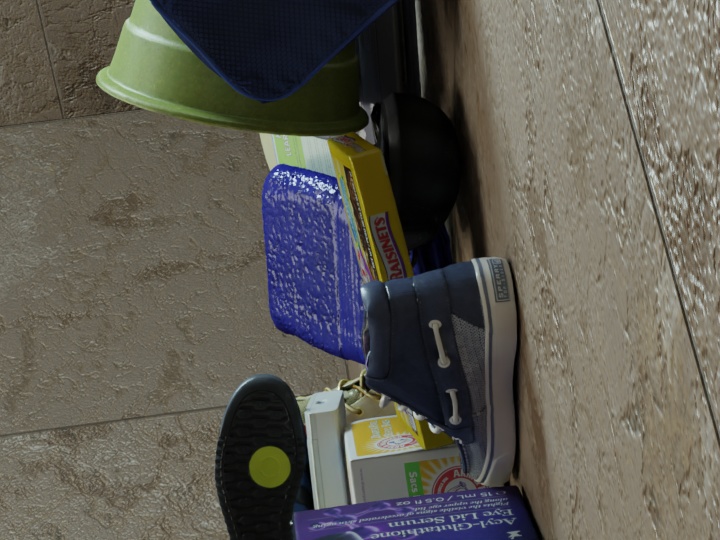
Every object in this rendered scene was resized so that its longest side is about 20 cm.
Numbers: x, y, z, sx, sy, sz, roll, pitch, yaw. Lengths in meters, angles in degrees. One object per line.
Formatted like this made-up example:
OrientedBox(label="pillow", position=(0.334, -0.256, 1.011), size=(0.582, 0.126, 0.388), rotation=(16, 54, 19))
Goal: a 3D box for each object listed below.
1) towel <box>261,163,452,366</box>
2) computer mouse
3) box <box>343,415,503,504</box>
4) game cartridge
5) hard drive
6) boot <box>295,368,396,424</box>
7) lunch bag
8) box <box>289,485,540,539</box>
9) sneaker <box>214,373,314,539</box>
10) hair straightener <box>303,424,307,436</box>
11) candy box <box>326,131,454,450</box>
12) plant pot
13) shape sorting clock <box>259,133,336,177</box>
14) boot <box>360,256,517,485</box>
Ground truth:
OrientedBox(label="towel", position=(0.000, 0.000, 1.650), size=(0.200, 0.050, 0.148), rotation=(19, 117, 49))
OrientedBox(label="computer mouse", position=(0.039, -0.069, 1.464), size=(0.200, 0.053, 0.139), rotation=(108, 161, -81))
OrientedBox(label="box", position=(0.051, 0.205, 1.453), size=(0.112, 0.101, 0.200), rotation=(-110, 13, -82))
OrientedBox(label="game cartridge", position=(-0.008, -0.192, 1.595), size=(0.130, 0.038, 0.200), rotation=(20, 121, 49))
OrientedBox(label="hard drive", position=(-0.015, 0.193, 1.540), size=(0.132, 0.026, 0.200), rotation=(-61, -35, -87))
OrientedBox(label="boot", position=(-0.004, 0.102, 1.746), size=(0.073, 0.155, 0.200), rotation=(-101, 4, -50))
OrientedBox(label="lunch bag", position=(-0.040, -0.216, 1.373), size=(0.136, 0.200, 0.132), rotation=(49, -175, -14))
OrientedBox(label="box", position=(0.041, 0.216, 1.243), size=(0.200, 0.148, 0.104), rotation=(-111, 15, -74))
OrientedBox(label="sneaker", position=(-0.063, 0.170, 1.527), size=(0.078, 0.066, 0.200), rotation=(-57, -39, -81))
OrientedBox(label="hair straightener", position=(-0.036, 0.161, 1.640), size=(0.200, 0.041, 0.077), rotation=(64, -152, -69))
OrientedBox(label="candy box", position=(0.019, 0.012, 1.398), size=(0.102, 0.026, 0.200), rotation=(-126, 21, -78))
OrientedBox(label="plant pot", position=(-0.076, -0.212, 1.515), size=(0.200, 0.200, 0.190), rotation=(-107, 26, -73))
OrientedBox(label="shape sorting clock", position=(-0.019, -0.114, 1.697), size=(0.200, 0.039, 0.200), rotation=(20, 119, 43))
OrientedBox(label="boot", position=(0.046, 0.066, 1.301), size=(0.200, 0.090, 0.073), rotation=(86, 176, -48))
